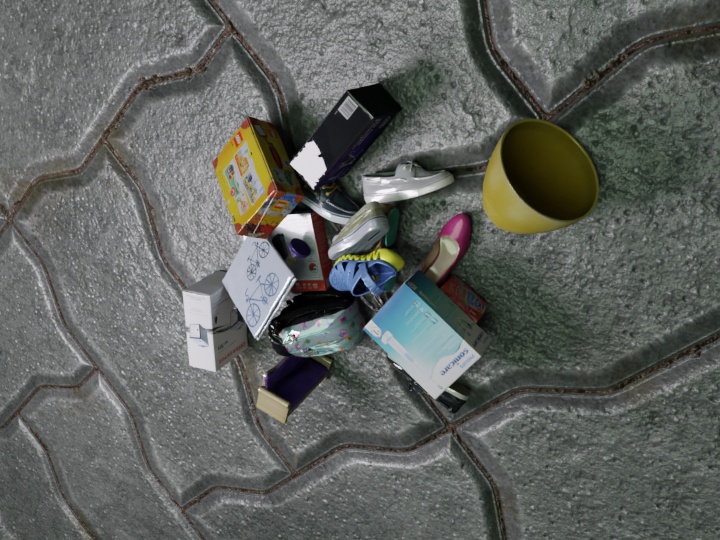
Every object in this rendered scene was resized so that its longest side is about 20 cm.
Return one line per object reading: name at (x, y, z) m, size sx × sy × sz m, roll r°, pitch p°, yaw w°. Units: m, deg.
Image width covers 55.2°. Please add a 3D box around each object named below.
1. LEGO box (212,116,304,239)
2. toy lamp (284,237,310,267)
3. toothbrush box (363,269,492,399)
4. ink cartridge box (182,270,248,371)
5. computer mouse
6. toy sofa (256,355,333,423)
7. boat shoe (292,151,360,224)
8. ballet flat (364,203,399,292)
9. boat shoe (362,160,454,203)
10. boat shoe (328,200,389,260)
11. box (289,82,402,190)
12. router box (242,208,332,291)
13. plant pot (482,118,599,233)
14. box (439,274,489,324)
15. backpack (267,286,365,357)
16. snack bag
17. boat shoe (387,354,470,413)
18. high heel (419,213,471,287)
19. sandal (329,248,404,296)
LEGO box at (-0.217, -0.191, 1.435) m, size 0.149 × 0.077 × 0.201 m, roll -41°, pitch 59°, yaw 33°
toy lamp at (-0.183, 0.014, 1.537) m, size 0.058 × 0.058 × 0.200 m, roll 45°, pitch 123°, yaw 5°
toothbrush box at (0.130, 0.124, 1.340) m, size 0.200 × 0.085 × 0.147 m, roll 43°, pitch 122°, yaw 7°
ink cartridge box at (-0.349, 0.121, 1.670) m, size 0.085 × 0.146 × 0.202 m, roll 8°, pitch 113°, yaw 23°
computer mouse at (0.000, 0.000, 1.491) m, size 0.058 × 0.034 × 0.201 m, roll -34°, pitch 80°, yaw 31°
toy sofa at (-0.146, 0.247, 1.580) m, size 0.082 × 0.200 × 0.098 m, roll 27°, pitch 125°, yaw 17°
boat shoe at (-0.074, -0.173, 1.454) m, size 0.199 × 0.071 × 0.091 m, roll 28°, pitch 126°, yaw 18°
ballet flat at (0.040, -0.052, 1.446) m, size 0.072 × 0.068 × 0.201 m, roll 24°, pitch 129°, yaw 36°
boat shoe at (0.090, -0.182, 1.374) m, size 0.199 × 0.072 × 0.069 m, roll -5°, pitch 107°, yaw 39°
boat shoe at (-0.004, -0.077, 1.406) m, size 0.200 × 0.072 × 0.063 m, roll -33°, pitch 61°, yaw 51°
box at (-0.028, -0.265, 1.357) m, size 0.079 × 0.141 × 0.200 m, roll 46°, pitch 123°, yaw 2°
router box at (-0.168, -0.044, 1.569) m, size 0.199 × 0.049 × 0.181 m, roll -2°, pitch 108°, yaw 29°
plant pot at (0.296, -0.144, 1.221) m, size 0.200 × 0.200 × 0.142 m, roll 49°, pitch 149°, yaw 3°
box at (0.162, 0.122, 1.430) m, size 0.103 × 0.095 × 0.200 m, roll 41°, pitch 122°, yaw 7°
backpack at (-0.088, 0.120, 1.540) m, size 0.199 × 0.167 × 0.127 m, roll -14°, pitch 112°, yaw 18°
snack bag at (-0.231, 0.021, 1.530) m, size 0.200 × 0.021 × 0.189 m, roll 51°, pitch 120°, yaw 35°
boat shoe at (0.138, 0.247, 1.504) m, size 0.198 × 0.075 × 0.066 m, roll 26°, pitch 107°, yaw 6°
high heel at (0.156, -0.021, 1.378) m, size 0.067 × 0.096 × 0.201 m, roll 37°, pitch 122°, yaw 11°
sandal at (-0.001, 0.015, 1.397) m, size 0.079 × 0.087 × 0.199 m, roll 38°, pitch 150°, yaw -24°
